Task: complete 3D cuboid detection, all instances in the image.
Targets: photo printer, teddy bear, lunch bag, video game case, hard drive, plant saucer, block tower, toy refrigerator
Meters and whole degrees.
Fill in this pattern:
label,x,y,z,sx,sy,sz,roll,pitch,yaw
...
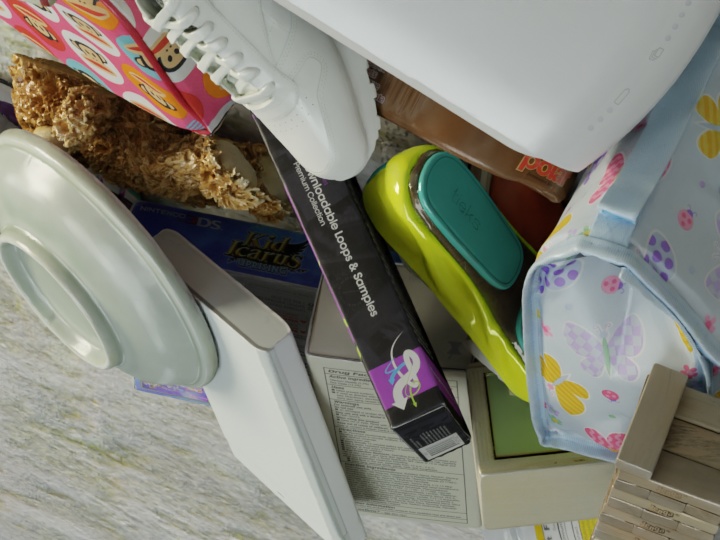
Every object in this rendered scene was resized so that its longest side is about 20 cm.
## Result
label,x,y,z,sx,sy,sz,roll,pitch,yaw
photo printer,0.064,-0.151,0.882,0.199,0.069,0.167,32,107,-2
teddy bear,-0.134,-0.071,1.228,0.199,0.067,0.145,21,-174,6
lunch bag,0.159,-0.011,0.978,0.126,0.170,0.201,17,148,22
video game case,-0.056,0.038,1.327,0.198,0.046,0.182,12,147,5
hard drive,-0.064,0.078,1.247,0.132,0.026,0.201,37,157,40
plant saucer,-0.172,0.006,1.233,0.200,0.050,0.201,40,158,20
lunch bag,-0.144,-0.153,1.082,0.199,0.082,0.176,31,166,30
block tower,0.144,0.121,0.977,0.057,0.054,0.200,19,152,10
toy refrigerator,0.162,0.088,1.129,0.198,0.076,0.070,-6,144,2

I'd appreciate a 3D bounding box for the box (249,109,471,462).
label,x,y,z,sx,sy,sz,roll,pitch,yaw
box,0.000,0.000,1.088,0.143,0.036,0.201,54,-167,-75

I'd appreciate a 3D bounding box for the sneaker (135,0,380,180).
label,x,y,z,sx,sy,sz,roll,pitch,yaw
sneaker,-0.063,-0.124,0.955,0.076,0.080,0.201,-13,111,53

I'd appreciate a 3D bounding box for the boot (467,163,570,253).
label,x,y,z,sx,sy,sz,roll,pitch,yaw
boot,0.115,-0.014,1.131,0.106,0.075,0.201,-4,133,16

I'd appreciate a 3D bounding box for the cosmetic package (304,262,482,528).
label,x,y,z,sx,sy,sz,roll,pitch,yaw
cosmetic package,0.029,0.080,1.248,0.103,0.073,0.201,6,146,8

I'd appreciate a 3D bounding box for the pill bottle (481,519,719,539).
label,x,y,z,sx,sy,sz,roll,pitch,yaw
pill bottle,0.171,0.151,1.269,0.111,0.112,0.199,45,148,-24

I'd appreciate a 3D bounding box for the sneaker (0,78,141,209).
label,x,y,z,sx,sy,sz,roll,pitch,yaw
sneaker,-0.212,-0.036,1.354,0.200,0.088,0.074,41,148,-17

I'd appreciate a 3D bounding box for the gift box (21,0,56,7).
label,x,y,z,sx,sy,sz,roll,pitch,yaw
gift box,-0.207,-0.252,0.933,0.183,0.187,0.201,13,147,27

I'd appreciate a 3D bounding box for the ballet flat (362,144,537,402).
label,x,y,z,sx,sy,sz,roll,pitch,yaw
ballet flat,0.071,0.014,1.075,0.067,0.067,0.200,-15,123,47

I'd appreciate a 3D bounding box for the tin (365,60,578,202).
label,x,y,z,sx,sy,sz,roll,pitch,yaw
tin,0.031,-0.090,1.021,0.200,0.042,0.112,33,-175,42
